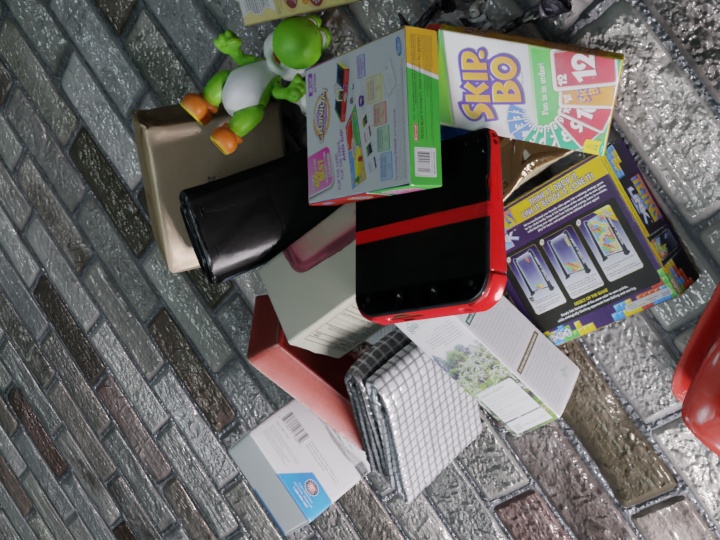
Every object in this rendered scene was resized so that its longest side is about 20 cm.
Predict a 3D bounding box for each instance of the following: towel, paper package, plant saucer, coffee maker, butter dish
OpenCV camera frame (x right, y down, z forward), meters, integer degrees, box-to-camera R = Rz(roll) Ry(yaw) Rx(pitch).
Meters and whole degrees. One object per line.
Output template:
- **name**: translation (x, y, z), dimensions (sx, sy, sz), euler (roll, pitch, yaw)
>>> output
- **towel**: translation (0.069, 0.157, 1.229), dimensions (0.085, 0.165, 0.203), euler (22, 138, 40)
- **paper package**: translation (-0.192, -0.121, 1.323), dimensions (0.103, 0.187, 0.204), euler (-136, 37, -61)
- **plant saucer**: translation (-0.059, 0.121, 1.316), dimensions (0.199, 0.200, 0.037), euler (39, 105, -16)
- **coffee maker**: translation (-0.116, -0.080, 1.210), dimensions (0.136, 0.197, 0.193), euler (62, 165, 21)
- **butter dish**: translation (0.387, 0.126, 0.941), dimensions (0.198, 0.147, 0.202), euler (34, 131, 24)

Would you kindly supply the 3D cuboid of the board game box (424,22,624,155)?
- **board game box**: translation (0.151, -0.180, 0.977), dimensions (0.197, 0.030, 0.097), euler (14, 118, 16)

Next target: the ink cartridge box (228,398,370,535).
- **ink cartridge box**: translation (-0.063, 0.248, 1.399), dimensions (0.146, 0.199, 0.084), euler (53, 139, 6)

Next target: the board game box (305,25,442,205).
- **board game box**: translation (0.008, -0.154, 1.037), dimensions (0.199, 0.040, 0.156), euler (-3, 88, 57)

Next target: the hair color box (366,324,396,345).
- **hair color box**: translation (0.005, 0.025, 1.313), dimensions (0.198, 0.064, 0.113), euler (25, 127, 31)

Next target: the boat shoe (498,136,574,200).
- **boat shoe**: translation (0.179, -0.136, 1.038), dimensions (0.200, 0.065, 0.072), euler (-42, 92, 19)

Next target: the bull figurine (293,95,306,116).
- **bull figurine**: translation (-0.002, -0.172, 1.197), dimensions (0.199, 0.065, 0.122), euler (42, 172, 9)

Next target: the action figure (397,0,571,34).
- **action figure**: translation (0.121, -0.248, 1.029), dimensions (0.198, 0.102, 0.120), euler (-29, 94, 32)

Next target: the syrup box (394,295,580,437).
- **syrup box**: translation (0.140, 0.083, 1.100), dimensions (0.200, 0.082, 0.079), euler (43, 139, -8)

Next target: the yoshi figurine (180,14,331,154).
- **yoshi figurine**: translation (-0.116, -0.237, 1.187), dimensions (0.112, 0.200, 0.113), euler (43, 174, 47)

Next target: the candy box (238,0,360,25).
- **candy box**: translation (-0.035, -0.327, 1.120), dimensions (0.198, 0.115, 0.056), euler (3, 115, 43)

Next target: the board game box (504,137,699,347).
- **board game box**: translation (0.236, -0.022, 1.072), dimensions (0.199, 0.056, 0.167), euler (-30, 88, 49)

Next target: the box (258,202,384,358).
- **box**: translation (0.000, 0.000, 1.183), dimensions (0.199, 0.127, 0.110), euler (-35, 64, 17)

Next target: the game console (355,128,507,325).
- **game console**: translation (0.068, -0.040, 1.032), dimensions (0.198, 0.031, 0.180), euler (-11, 73, 45)

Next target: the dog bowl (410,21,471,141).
- **dog bowl**: translation (0.095, -0.189, 1.120), dimensions (0.200, 0.049, 0.112), euler (47, 136, 15)
